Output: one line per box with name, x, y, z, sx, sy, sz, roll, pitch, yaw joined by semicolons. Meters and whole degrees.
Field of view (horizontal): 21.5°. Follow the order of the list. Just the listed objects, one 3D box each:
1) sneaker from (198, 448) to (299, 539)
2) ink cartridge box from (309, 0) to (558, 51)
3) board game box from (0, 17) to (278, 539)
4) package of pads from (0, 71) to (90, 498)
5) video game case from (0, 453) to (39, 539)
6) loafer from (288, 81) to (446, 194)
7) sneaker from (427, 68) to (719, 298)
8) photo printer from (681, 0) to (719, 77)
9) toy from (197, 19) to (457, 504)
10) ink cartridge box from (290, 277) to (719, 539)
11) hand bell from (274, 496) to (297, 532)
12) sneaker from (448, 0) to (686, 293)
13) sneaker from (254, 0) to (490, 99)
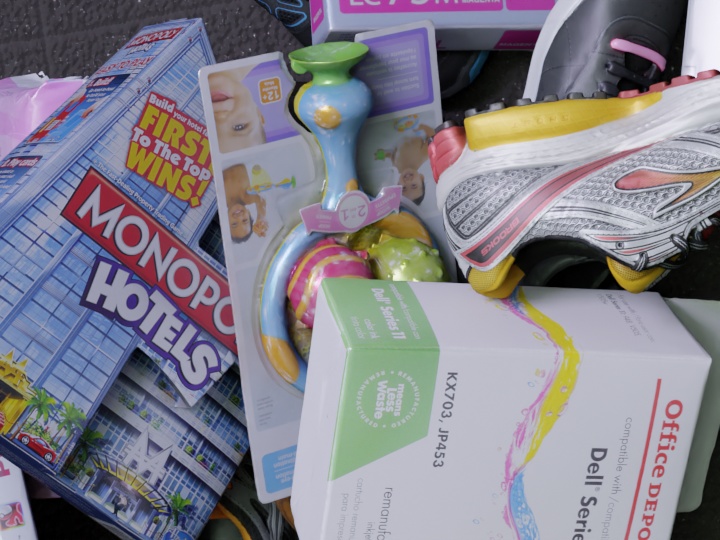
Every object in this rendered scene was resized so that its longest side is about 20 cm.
sneaker;-0.068;0.095;0.938;0.078;0.077;0.202;-13;81;22
ink cartridge box;0.030;-0.204;0.897;0.118;0.042;0.202;-2;77;-13
board game box;-0.098;0.000;0.845;0.061;0.200;0.201;5;60;56
package of pads;-0.143;0.004;0.933;0.075;0.120;0.202;-2;97;-19
video game case;-0.191;0.098;0.939;0.023;0.200;0.184;-11;81;-19
loafer;-0.039;-0.059;0.943;0.199;0.071;0.074;8;104;37
sneaker;0.130;-0.033;0.782;0.198;0.078;0.083;-10;79;14
photo printer;0.243;-0.108;0.827;0.198;0.069;0.168;5;90;21
toy;0.000;0.000;0.836;0.047;0.114;0.202;22;123;62
ink cartridge box;0.077;0.072;0.817;0.198;0.067;0.118;2;114;-14
hand bell;0.014;0.144;0.858;0.104;0.104;0.200;-52;54;12
sneaker;0.114;-0.054;0.858;0.201;0.070;0.099;-61;39;15
sneaker;-0.027;-0.148;0.931;0.199;0.082;0.074;33;96;18
